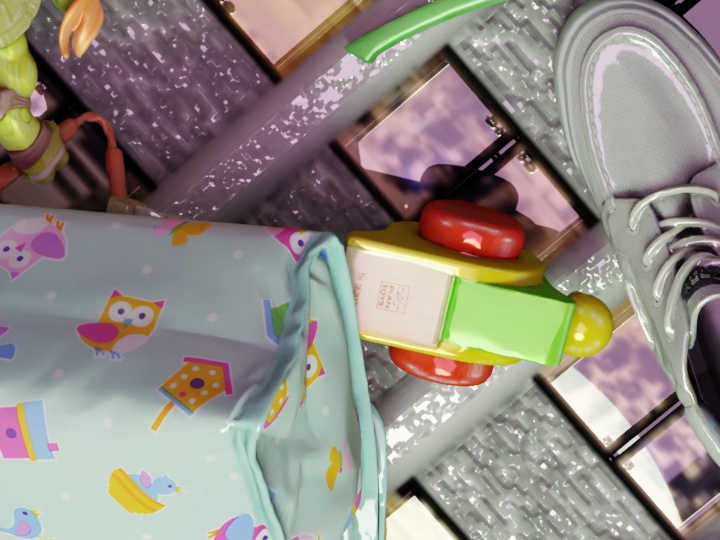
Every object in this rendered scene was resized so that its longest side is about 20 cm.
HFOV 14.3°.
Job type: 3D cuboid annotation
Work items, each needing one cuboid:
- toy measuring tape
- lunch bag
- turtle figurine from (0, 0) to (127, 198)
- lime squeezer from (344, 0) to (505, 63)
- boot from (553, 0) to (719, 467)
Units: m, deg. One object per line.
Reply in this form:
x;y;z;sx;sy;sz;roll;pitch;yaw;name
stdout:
0.000;0.000;1.107;0.199;0.074;0.074;13;103;-4;toy measuring tape
-0.082;0.075;1.077;0.170;0.122;0.200;4;141;16;lunch bag
-0.159;-0.092;1.067;0.161;0.064;0.201;-12;95;-10;turtle figurine
0.076;-0.151;1.096;0.071;0.038;0.200;37;104;25;lime squeezer
0.133;-0.008;1.089;0.073;0.096;0.200;-25;101;6;boot
